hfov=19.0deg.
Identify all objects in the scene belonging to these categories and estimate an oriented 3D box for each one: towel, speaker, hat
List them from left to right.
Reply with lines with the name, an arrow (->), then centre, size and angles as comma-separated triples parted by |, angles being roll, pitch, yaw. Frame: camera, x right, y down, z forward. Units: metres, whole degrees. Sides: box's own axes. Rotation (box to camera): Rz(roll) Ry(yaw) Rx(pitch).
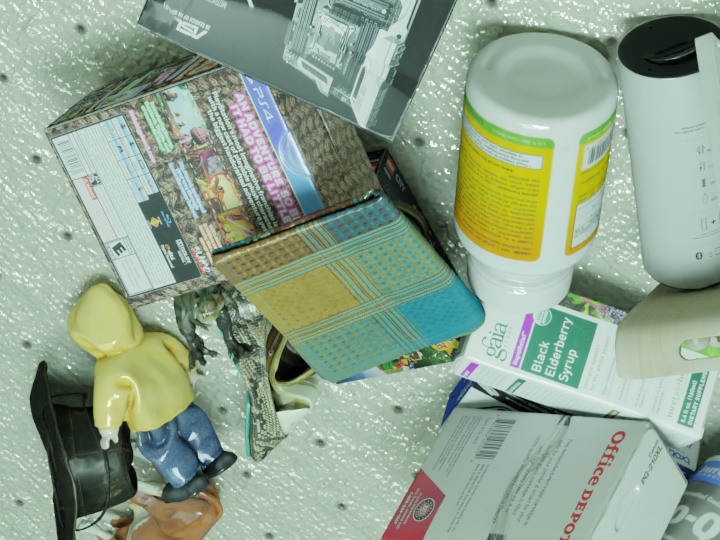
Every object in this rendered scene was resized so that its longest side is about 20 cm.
hat -> -0.240, 0.165, 1.921 | 0.081, 0.201, 0.201 | -11, 134, -14
towel -> -0.005, 0.013, 1.618 | 0.146, 0.022, 0.200 | -20, 143, 17
speaker -> 0.237, -0.085, 1.577 | 0.081, 0.081, 0.200 | 0, 131, 17

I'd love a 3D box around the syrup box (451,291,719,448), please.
syrup box -> 0.180, 0.071, 1.718 | 0.200, 0.079, 0.081 | 19, 167, -2

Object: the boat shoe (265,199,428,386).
boat shoe -> -0.010, 0.026, 1.711 | 0.072, 0.068, 0.200 | 29, 133, -10

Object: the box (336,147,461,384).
box -> 0.000, 0.000, 1.759 | 0.136, 0.038, 0.200 | -12, 126, 27

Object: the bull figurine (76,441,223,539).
bull figurine -> -0.200, 0.248, 2.028 | 0.121, 0.065, 0.200 | 31, 130, -5

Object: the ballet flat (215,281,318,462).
ballet flat -> -0.075, 0.088, 1.848 | 0.075, 0.068, 0.200 | -3, 127, 9

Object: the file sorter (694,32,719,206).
file sorter -> 0.335, -0.079, 1.474 | 0.124, 0.139, 0.200 | -22, 143, 28

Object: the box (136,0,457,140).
box -> -0.036, -0.203, 1.517 | 0.200, 0.050, 0.158 | 25, 92, -5

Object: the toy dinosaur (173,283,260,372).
toy dinosaur -> -0.133, 0.037, 1.767 | 0.088, 0.047, 0.200 | 62, 161, -14

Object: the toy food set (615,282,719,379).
toy food set -> 0.286, 0.040, 1.609 | 0.143, 0.200, 0.061 | -8, 101, 24

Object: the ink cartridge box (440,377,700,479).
ink cartridge box -> 0.178, 0.137, 1.823 | 0.200, 0.044, 0.094 | 26, 135, -7

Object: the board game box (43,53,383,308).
board game box -> -0.111, -0.082, 1.649 | 0.200, 0.097, 0.160 | -15, 109, 27

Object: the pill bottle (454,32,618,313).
pill bottle -> 0.127, -0.067, 1.606 | 0.111, 0.111, 0.200 | 11, 133, 8

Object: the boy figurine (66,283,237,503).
boy figurine -> -0.191, 0.106, 1.864 | 0.064, 0.124, 0.200 | -19, 108, 49

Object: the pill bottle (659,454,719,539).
pill bottle -> 0.294, 0.222, 1.743 | 0.114, 0.200, 0.114 | 37, 154, 21

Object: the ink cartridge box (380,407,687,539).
ink cartridge box -> 0.139, 0.192, 1.719 | 0.200, 0.145, 0.084 | 1, 139, 42
